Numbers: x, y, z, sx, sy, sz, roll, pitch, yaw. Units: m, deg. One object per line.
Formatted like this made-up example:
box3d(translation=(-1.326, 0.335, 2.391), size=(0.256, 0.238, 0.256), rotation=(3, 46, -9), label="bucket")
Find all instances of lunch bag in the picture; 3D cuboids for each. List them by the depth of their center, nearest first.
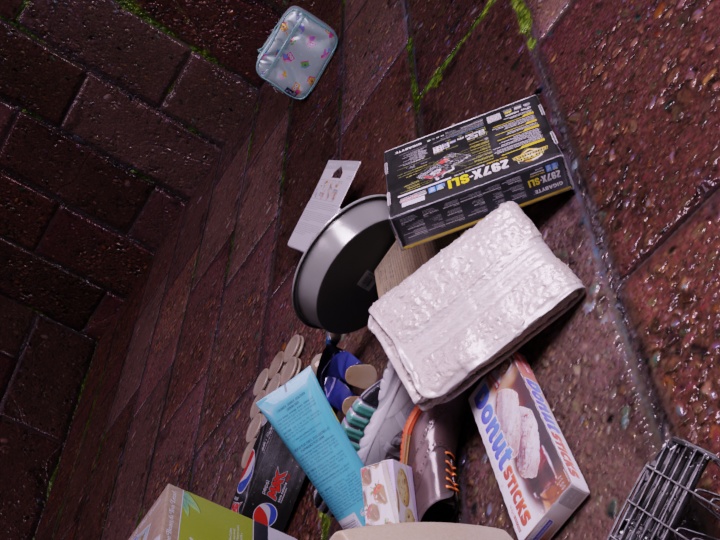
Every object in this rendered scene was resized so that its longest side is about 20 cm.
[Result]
box3d(translation=(-0.160, -0.526, 2.291), size=(0.202, 0.158, 0.077), rotation=(-56, 20, 15), label="lunch bag")

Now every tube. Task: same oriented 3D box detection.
box3d(translation=(-0.028, 0.204, 0.977), size=(0.077, 0.202, 0.050), rotation=(-34, -3, 15), label="tube")

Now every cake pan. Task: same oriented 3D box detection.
box3d(translation=(0.000, 0.000, 1.210), size=(0.037, 0.199, 0.202), rotation=(40, 104, 34), label="cake pan")

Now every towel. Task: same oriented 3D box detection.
box3d(translation=(0.107, 0.033, 0.931), size=(0.199, 0.034, 0.133), rotation=(-39, 56, 7), label="towel")

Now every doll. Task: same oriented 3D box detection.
box3d(translation=(-0.033, 0.147, 1.266), size=(0.200, 0.047, 0.140), rotation=(-160, 77, -72), label="doll")

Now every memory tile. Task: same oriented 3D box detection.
box3d(translation=(-0.137, 0.208, 1.502), size=(0.154, 0.017, 0.202), rotation=(-49, 23, 35), label="memory tile")

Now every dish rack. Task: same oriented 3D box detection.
box3d(translation=(0.220, 0.194, 0.575), size=(0.156, 0.054, 0.200), rotation=(-61, 18, -1), label="dish rack")

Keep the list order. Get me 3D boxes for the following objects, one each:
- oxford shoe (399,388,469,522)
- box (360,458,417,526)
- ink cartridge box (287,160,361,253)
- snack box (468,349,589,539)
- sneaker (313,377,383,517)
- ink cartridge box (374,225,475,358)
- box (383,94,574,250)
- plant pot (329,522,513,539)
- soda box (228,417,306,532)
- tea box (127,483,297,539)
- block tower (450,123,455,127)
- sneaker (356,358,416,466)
box3d(translation=(0.076, 0.201, 0.929), size=(0.072, 0.071, 0.204), rotation=(7, 71, 45), label="oxford shoe")
box3d(translation=(0.033, 0.276, 0.854), size=(0.038, 0.041, 0.204), rotation=(-22, 58, 28), label="box")
box3d(translation=(-0.052, -0.104, 1.650), size=(0.176, 0.043, 0.200), rotation=(-63, 19, -2), label="ink cartridge box")
box3d(translation=(0.146, 0.154, 0.850), size=(0.073, 0.024, 0.201), rotation=(-56, 21, 21), label="snack box")
box3d(translation=(0.001, 0.187, 1.106), size=(0.202, 0.073, 0.088), rotation=(-58, 15, 15), label="sneaker")
box3d(translation=(0.095, 0.006, 1.094), size=(0.166, 0.074, 0.201), rotation=(-52, 21, 23), label="ink cartridge box")
box3d(translation=(0.125, -0.113, 1.058), size=(0.196, 0.050, 0.161), rotation=(-20, 33, 10), label="box")
box3d(translation=(0.041, 0.295, 0.657), size=(0.203, 0.175, 0.199), rotation=(-61, 31, 5), label="plant pot")
box3d(translation=(-0.119, 0.280, 1.259), size=(0.204, 0.070, 0.063), rotation=(-68, 19, 1), label="soda box")
box3d(translation=(-0.203, 0.404, 1.151), size=(0.201, 0.194, 0.135), rotation=(-53, 21, 24), label="tea box")
box3d(translation=(0.088, -0.101, 1.280), size=(0.201, 0.057, 0.055), rotation=(-51, 22, 34), label="block tower")
box3d(translation=(0.049, 0.171, 1.003), size=(0.075, 0.080, 0.204), rotation=(-39, -33, -65), label="sneaker")
